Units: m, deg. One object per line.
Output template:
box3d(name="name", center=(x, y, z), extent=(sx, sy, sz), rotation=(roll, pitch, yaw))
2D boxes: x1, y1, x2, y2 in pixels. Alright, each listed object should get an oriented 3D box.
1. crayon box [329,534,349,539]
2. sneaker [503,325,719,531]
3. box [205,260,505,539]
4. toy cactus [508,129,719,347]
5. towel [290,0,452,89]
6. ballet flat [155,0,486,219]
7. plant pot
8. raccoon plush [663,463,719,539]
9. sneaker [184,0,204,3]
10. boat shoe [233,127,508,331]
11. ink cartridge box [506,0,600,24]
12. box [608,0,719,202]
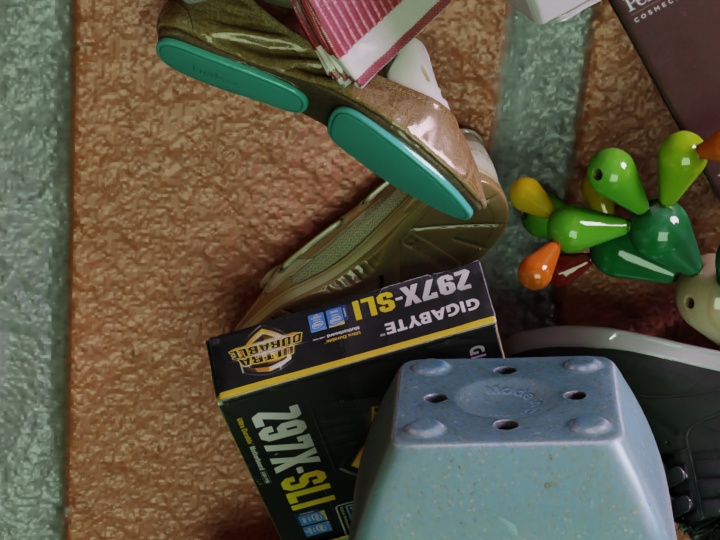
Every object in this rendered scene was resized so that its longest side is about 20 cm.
box3d(name="crayon box", center=(0.010, 0.208, 1.300), extent=(0.199, 0.058, 0.119), rotation=(-15, 149, 0))
box3d(name="sneaker", center=(0.169, 0.093, 1.210), extent=(0.200, 0.071, 0.099), rotation=(11, 81, 18))
box3d(name="box", center=(0.012, 0.087, 1.223), extent=(0.159, 0.049, 0.200), rotation=(-14, 144, 2))
box3d(name="toy cactus", center=(0.176, -0.002, 1.164), extent=(0.200, 0.102, 0.165), rotation=(-7, 139, 44))
box3d(name="towel", center=(-0.004, -0.210, 1.061), extent=(0.144, 0.023, 0.200), rotation=(-45, 125, -26))
box3d(name="ballet flat", center=(-0.010, -0.103, 1.122), extent=(0.200, 0.068, 0.072), rotation=(28, 74, 0))
box3d(name="plant pot", center=(0.080, 0.155, 1.112), extent=(0.196, 0.196, 0.201), rotation=(-1, 108, 4))
box3d(name="raccoon plush", center=(0.220, 0.131, 1.321), extent=(0.097, 0.134, 0.200), rotation=(-49, 149, 3))
box3d(name="sneaker", center=(-0.103, -0.218, 1.020), extent=(0.075, 0.116, 0.200), rotation=(-13, 123, 21))
box3d(name="boat shoe", center=(-0.001, -0.002, 1.211), extent=(0.073, 0.063, 0.201), rotation=(33, 117, -31))
box3d(name="ink cartridge box", center=(0.101, -0.246, 1.046), extent=(0.145, 0.084, 0.200), rotation=(-30, 121, -6))
box3d(name="box", center=(0.212, -0.113, 1.163), extent=(0.100, 0.075, 0.200), rotation=(-30, 118, 9))
